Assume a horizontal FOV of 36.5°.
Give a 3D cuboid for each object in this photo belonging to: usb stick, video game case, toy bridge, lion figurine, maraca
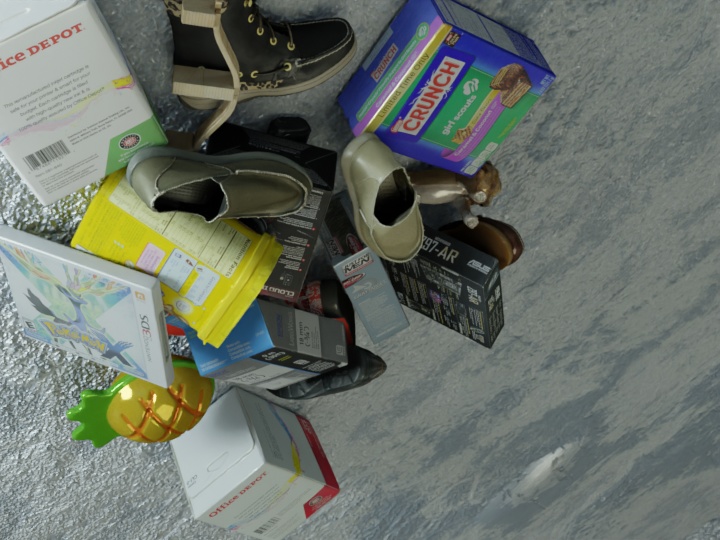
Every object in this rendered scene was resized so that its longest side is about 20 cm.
[{"bbox_3d":[-0.106,-0.099,1.306,0.055,0.033,0.202,-11,140,-32],"label":"usb stick"},{"bbox_3d":[-0.310,0.044,1.241,0.197,0.022,0.184,19,141,13],"label":"video game case"},{"bbox_3d":[-0.153,-0.186,1.079,0.066,0.028,0.201,5,141,-13],"label":"toy bridge"},{"bbox_3d":[0.091,-0.103,1.390,0.196,0.123,0.073,1,123,-11],"label":"lion figurine"},{"bbox_3d":[-0.288,0.176,1.448,0.197,0.107,0.139,-16,135,-17],"label":"maraca"}]

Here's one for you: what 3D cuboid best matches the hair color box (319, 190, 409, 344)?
[{"bbox_3d":[0.000,0.000,1.434,0.060,0.100,0.201,-27,144,0],"label":"hair color box"}]

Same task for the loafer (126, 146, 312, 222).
[{"bbox_3d":[-0.140,-0.077,1.123,0.197,0.070,0.076,1,135,-25],"label":"loafer"}]

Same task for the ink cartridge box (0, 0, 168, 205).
[{"bbox_3d":[-0.292,-0.178,1.044,0.143,0.085,0.201,-26,144,-3],"label":"ink cartridge box"}]

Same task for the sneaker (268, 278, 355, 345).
[{"bbox_3d":[-0.068,0.066,1.506,0.106,0.068,0.202,-6,159,7],"label":"sneaker"}]

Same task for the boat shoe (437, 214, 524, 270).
[{"bbox_3d":[0.160,-0.042,1.448,0.070,0.199,0.071,-23,103,-23],"label":"boat shoe"}]

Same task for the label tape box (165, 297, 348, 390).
[{"bbox_3d":[-0.134,0.092,1.381,0.143,0.064,0.198,-23,152,38],"label":"label tape box"}]

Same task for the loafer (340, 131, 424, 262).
[{"bbox_3d":[0.032,-0.069,1.259,0.075,0.068,0.201,-39,140,-9],"label":"loafer"}]

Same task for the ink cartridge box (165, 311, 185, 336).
[{"bbox_3d":[-0.243,0.037,1.364,0.198,0.057,0.163,13,127,-36],"label":"ink cartridge box"}]

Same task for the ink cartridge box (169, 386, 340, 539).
[{"bbox_3d":[-0.159,0.294,1.641,0.145,0.146,0.199,-38,143,13],"label":"ink cartridge box"}]

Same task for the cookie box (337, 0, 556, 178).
[{"bbox_3d":[0.101,-0.212,1.269,0.198,0.076,0.172,13,128,-41],"label":"cookie box"}]

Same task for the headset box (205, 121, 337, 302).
[{"bbox_3d":[-0.122,-0.057,1.263,0.146,0.076,0.202,13,132,-7],"label":"headset box"}]

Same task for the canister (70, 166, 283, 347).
[{"bbox_3d":[-0.203,-0.024,1.196,0.199,0.087,0.149,33,132,-9],"label":"canister"}]

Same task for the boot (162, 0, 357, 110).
[{"bbox_3d":[-0.103,-0.250,1.096,0.197,0.074,0.152,-15,143,-4],"label":"boot"}]

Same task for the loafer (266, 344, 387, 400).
[{"bbox_3d":[-0.052,0.148,1.544,0.198,0.074,0.072,-7,167,39],"label":"loafer"}]

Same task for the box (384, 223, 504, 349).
[{"bbox_3d":[0.111,0.016,1.458,0.044,0.159,0.201,-56,157,-18],"label":"box"}]
